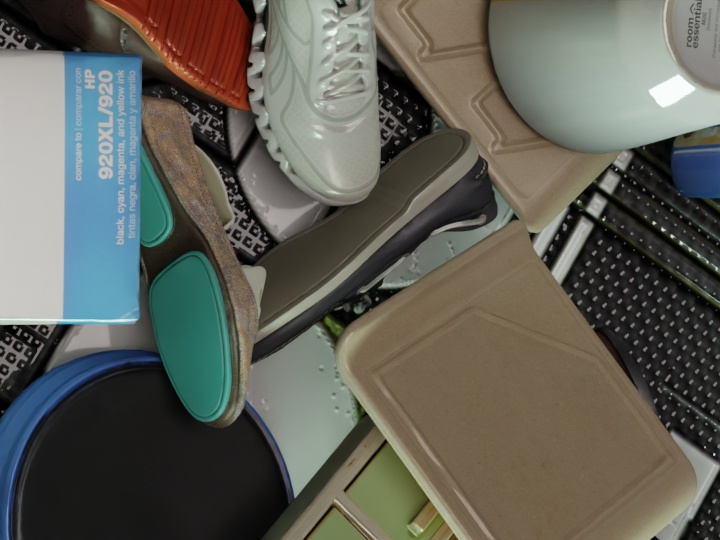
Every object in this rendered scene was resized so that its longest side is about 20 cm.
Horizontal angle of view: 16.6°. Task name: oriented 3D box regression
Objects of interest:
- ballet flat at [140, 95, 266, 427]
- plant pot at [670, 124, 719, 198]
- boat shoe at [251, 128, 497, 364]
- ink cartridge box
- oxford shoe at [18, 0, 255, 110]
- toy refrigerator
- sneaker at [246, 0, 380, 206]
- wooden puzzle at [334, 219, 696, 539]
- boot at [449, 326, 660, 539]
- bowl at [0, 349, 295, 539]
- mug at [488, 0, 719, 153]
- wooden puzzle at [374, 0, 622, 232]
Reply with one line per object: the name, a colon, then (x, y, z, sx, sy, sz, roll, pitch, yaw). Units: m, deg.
ballet flat: (-0.091, -0.011, 1.402, 0.067, 0.068, 0.202, -9, 77, -48)
plant pot: (0.316, -0.089, 1.504, 0.179, 0.200, 0.201, 32, 81, -17)
boat shoe: (0.000, 0.000, 1.452, 0.200, 0.073, 0.063, -39, 122, -11)
ink cartridge box: (-0.231, -0.044, 1.323, 0.198, 0.147, 0.146, 1, 90, -21)
oxford shoe: (-0.136, -0.152, 1.410, 0.200, 0.072, 0.072, 37, 54, -33)
toy refrigerator: (-0.017, 0.168, 1.389, 0.076, 0.070, 0.200, 44, 60, -4)
sneaker: (-0.022, -0.135, 1.412, 0.075, 0.081, 0.202, -16, 100, -29)
wooden puzzle: (0.089, 0.089, 1.423, 0.185, 0.037, 0.201, -31, 87, -44)
boot: (0.084, 0.140, 1.503, 0.198, 0.068, 0.190, -8, 99, -12)
bowl: (-0.123, 0.144, 1.397, 0.199, 0.039, 0.203, 6, 79, -32)
mug: (0.162, -0.156, 1.424, 0.149, 0.153, 0.187, -41, 108, -15)
wooden puzzle: (0.107, -0.155, 1.509, 0.185, 0.046, 0.200, -43, 109, -15)
